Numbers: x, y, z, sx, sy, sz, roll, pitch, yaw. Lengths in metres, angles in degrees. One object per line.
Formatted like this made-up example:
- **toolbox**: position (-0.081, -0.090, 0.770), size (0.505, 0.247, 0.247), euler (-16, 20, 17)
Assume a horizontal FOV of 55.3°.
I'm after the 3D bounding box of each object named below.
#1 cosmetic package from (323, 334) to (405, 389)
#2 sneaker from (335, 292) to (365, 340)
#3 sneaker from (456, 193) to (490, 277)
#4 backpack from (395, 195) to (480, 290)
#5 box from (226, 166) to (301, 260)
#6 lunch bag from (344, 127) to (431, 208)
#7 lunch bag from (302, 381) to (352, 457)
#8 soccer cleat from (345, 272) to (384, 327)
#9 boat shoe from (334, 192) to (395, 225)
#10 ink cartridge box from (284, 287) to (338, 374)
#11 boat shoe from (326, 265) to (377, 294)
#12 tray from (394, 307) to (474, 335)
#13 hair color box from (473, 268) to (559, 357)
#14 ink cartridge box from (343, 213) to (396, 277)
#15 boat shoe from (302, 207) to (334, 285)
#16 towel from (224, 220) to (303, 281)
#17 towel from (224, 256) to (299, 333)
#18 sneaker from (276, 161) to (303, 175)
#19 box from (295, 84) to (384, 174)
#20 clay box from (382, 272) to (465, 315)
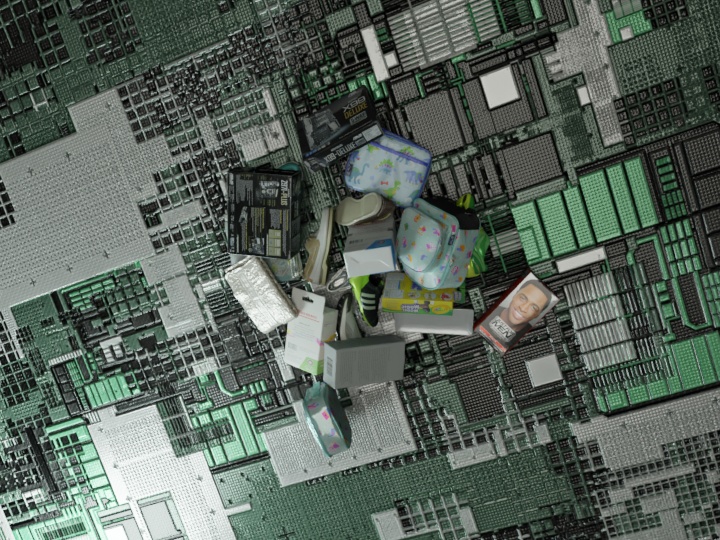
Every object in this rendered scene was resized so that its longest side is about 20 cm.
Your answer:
- **cosmetic package**: position (0.010, 0.225, 1.711), size (0.197, 0.071, 0.103), euler (-2, 102, -28)
- **sneaker**: position (-0.024, 0.155, 1.763), size (0.078, 0.074, 0.203), euler (-4, 100, -11)
- **sneaker**: position (0.270, -0.086, 1.676), size (0.082, 0.074, 0.203), euler (-6, 93, -24)
- **backpack**: position (0.175, -0.055, 1.615), size (0.175, 0.152, 0.203), euler (33, 126, 45)
- **box**: position (-0.230, -0.139, 1.645), size (0.161, 0.086, 0.203), euler (5, 106, 11)
- **lunch bag**: position (0.067, -0.251, 1.664), size (0.198, 0.082, 0.163), euler (23, 100, 3)
- **lunch bag**: position (-0.087, 0.370, 1.743), size (0.076, 0.200, 0.162), euler (-28, 96, 2)
- **soccer cleat**: position (0.025, 0.063, 1.700), size (0.080, 0.068, 0.201), euler (-19, 131, 1)
- **boat shoe**: position (0.007, -0.144, 1.658), size (0.059, 0.199, 0.073), euler (12, 78, -32)
- **ink cartridge box**: position (-0.124, 0.148, 1.751), size (0.116, 0.067, 0.203), euler (16, 105, 34)
- **boat shoe**: position (0.000, 0.000, 1.722), size (0.199, 0.069, 0.071), euler (-36, 92, 8)
- **tray**: position (0.183, 0.120, 1.722), size (0.197, 0.022, 0.108), euler (2, 139, 8)
- **hair color box**: position (0.381, 0.103, 1.689), size (0.101, 0.061, 0.200), euler (42, 103, 0)
- **ink cartridge box**: position (0.030, -0.066, 1.654), size (0.114, 0.201, 0.067), euler (-9, 117, 11)
- **boat shoe**: position (-0.106, -0.062, 1.725), size (0.067, 0.075, 0.203), euler (10, 104, 4)
- **towel**: position (-0.246, -0.053, 1.753), size (0.197, 0.048, 0.174), euler (-5, 96, 21)
- **towel**: position (-0.252, 0.058, 1.732), size (0.132, 0.035, 0.201), euler (-26, 103, 36)
- **sneaker**: position (-0.230, -0.200, 1.718), size (0.199, 0.080, 0.078), euler (-31, 94, 12)
- **box**: position (-0.051, -0.336, 1.630), size (0.198, 0.159, 0.050), euler (-26, 136, 13)
- **clay box**: position (0.157, 0.057, 1.685), size (0.197, 0.115, 0.048), euler (4, 124, 8)
